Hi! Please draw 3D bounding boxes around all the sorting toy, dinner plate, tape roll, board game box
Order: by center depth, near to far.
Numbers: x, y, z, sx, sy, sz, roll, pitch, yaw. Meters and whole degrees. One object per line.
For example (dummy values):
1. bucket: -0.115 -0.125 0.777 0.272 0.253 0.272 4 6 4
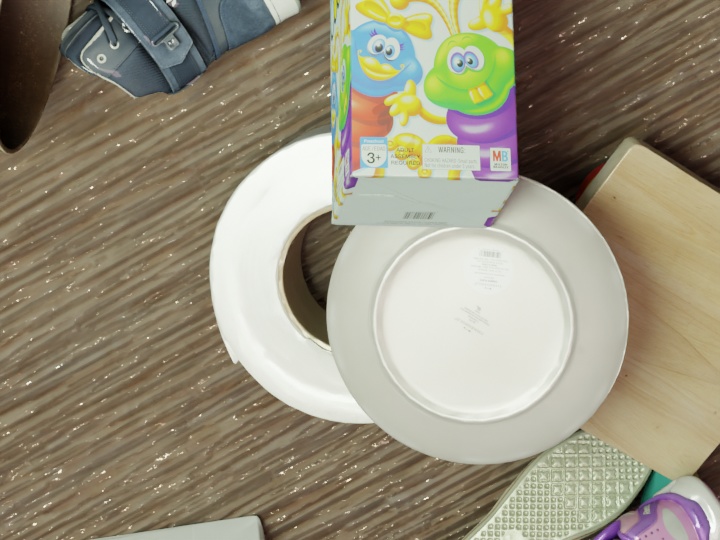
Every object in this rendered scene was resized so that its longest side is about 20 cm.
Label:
1. board game box: 0.037 -0.137 1.162 0.105 0.103 0.200 1 74 -7
2. dinner plate: 0.075 0.033 1.216 0.200 0.024 0.201 2 101 8
3. tape roll: 0.000 0.000 1.268 0.202 0.071 0.203 2 102 8
4. sorting toy: 0.208 0.022 1.338 0.200 0.070 0.199 30 110 -18

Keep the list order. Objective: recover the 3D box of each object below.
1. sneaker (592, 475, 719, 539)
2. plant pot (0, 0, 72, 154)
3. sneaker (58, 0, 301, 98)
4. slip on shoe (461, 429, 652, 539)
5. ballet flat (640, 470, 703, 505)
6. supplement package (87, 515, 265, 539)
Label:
1. sneaker: 0.194 0.225 1.386 0.088 0.081 0.200 -22 158 -31
2. plant pot: -0.292 -0.183 1.137 0.200 0.187 0.187 12 115 3
3. sneaker: -0.147 -0.204 1.171 0.146 0.077 0.202 -35 116 -3
4. slip on shoe: 0.141 0.188 1.423 0.200 0.061 0.074 -43 80 2
5. ballet flat: 0.253 0.224 1.452 0.072 0.068 0.200 -8 119 -25
6. supplement package: -0.127 0.325 1.383 0.147 0.191 0.200 -8 117 -2
